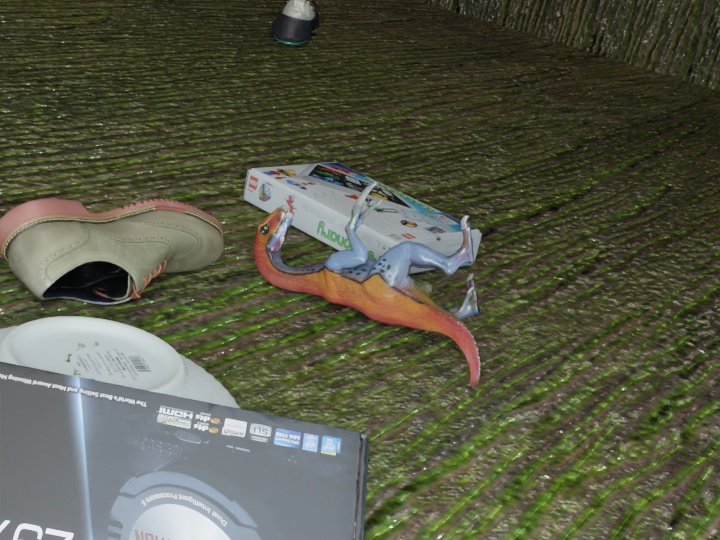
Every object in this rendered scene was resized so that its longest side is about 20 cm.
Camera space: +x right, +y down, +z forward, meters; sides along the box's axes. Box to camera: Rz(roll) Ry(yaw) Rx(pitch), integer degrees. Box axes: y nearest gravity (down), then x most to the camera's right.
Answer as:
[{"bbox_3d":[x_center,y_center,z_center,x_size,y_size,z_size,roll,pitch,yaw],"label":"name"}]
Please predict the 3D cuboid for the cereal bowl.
[{"bbox_3d":[-0.145,0.080,0.682,0.197,0.085,0.200,11,18,-4],"label":"cereal bowl"}]

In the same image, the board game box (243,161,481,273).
[{"bbox_3d":[0.000,-0.052,1.241,0.199,0.035,0.125,28,24,37],"label":"board game box"}]

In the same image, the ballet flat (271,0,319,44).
[{"bbox_3d":[-0.105,-0.424,2.190,0.072,0.074,0.200,14,19,3],"label":"ballet flat"}]

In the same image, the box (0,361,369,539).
[{"bbox_3d":[-0.099,0.125,0.545,0.197,0.044,0.162,12,45,-6],"label":"box"}]

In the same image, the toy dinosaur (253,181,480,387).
[{"bbox_3d":[0.000,0.000,1.022,0.178,0.106,0.201,-6,30,7],"label":"toy dinosaur"}]

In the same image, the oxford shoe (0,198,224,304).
[{"bbox_3d":[-0.173,-0.004,0.967,0.198,0.071,0.075,-4,52,-46],"label":"oxford shoe"}]
